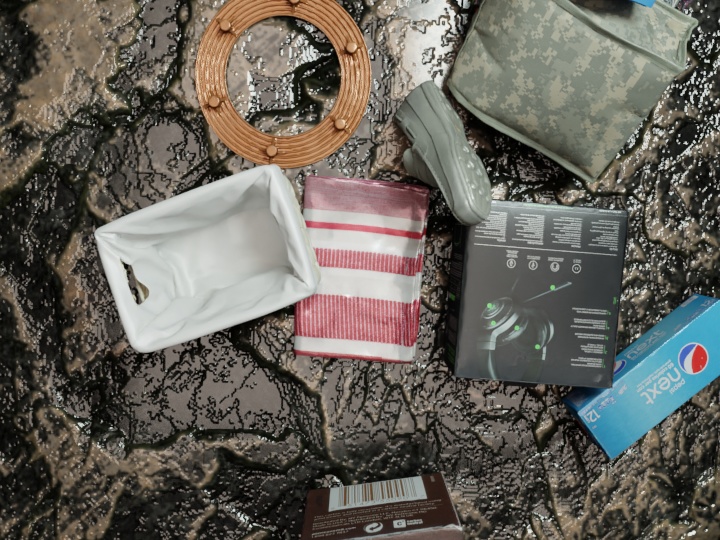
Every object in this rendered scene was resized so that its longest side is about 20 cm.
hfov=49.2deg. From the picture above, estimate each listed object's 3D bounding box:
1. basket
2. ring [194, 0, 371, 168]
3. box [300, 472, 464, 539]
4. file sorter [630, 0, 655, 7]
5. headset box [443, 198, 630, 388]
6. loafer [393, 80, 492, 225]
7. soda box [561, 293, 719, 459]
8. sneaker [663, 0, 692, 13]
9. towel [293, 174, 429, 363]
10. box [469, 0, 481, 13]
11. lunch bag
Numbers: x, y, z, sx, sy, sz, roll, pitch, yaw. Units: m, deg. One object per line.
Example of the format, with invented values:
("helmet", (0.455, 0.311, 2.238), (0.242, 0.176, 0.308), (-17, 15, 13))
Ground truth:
("basket", (-0.148, -0.014, 0.818), (0.197, 0.123, 0.138), (-19, 93, 5))
("ring", (-0.086, -0.216, 0.867), (0.196, 0.019, 0.204), (0, 94, -2))
("box", (0.030, 0.344, 0.830), (0.163, 0.164, 0.204), (-8, 94, -1))
("file sorter", (0.221, -0.353, 0.722), (0.137, 0.201, 0.124), (20, 127, -3))
("headset box", (0.185, 0.028, 0.850), (0.171, 0.093, 0.204), (3, 94, -2))
("loafer", (0.081, -0.114, 0.809), (0.069, 0.202, 0.070), (-36, 131, 21))
("soda box", (0.327, 0.115, 0.873), (0.199, 0.064, 0.068), (-38, 94, 2))
("sneaker", (0.320, -0.284, 0.841), (0.073, 0.081, 0.204), (4, 95, -8))
("towel", (0.000, 0.000, 0.880), (0.141, 0.023, 0.204), (5, 94, -1))
("box", (0.196, -0.371, 0.855), (0.108, 0.035, 0.204), (14, 93, -2))
("lunch bag", (0.199, -0.214, 0.789), (0.198, 0.165, 0.118), (29, 51, 2))
